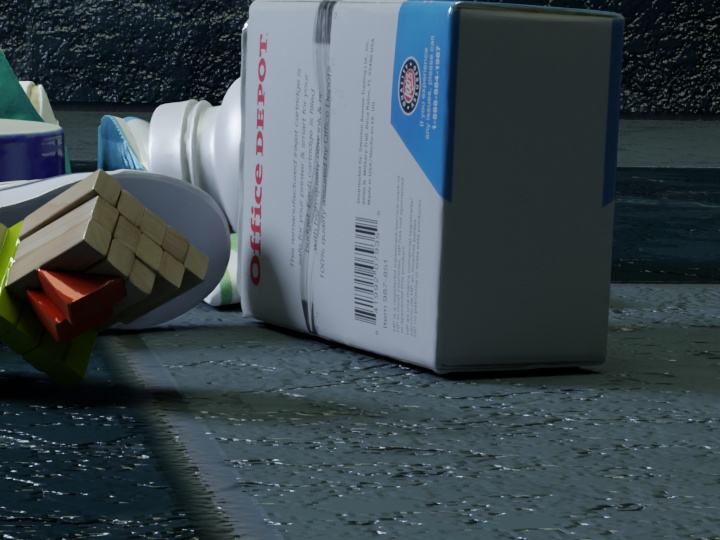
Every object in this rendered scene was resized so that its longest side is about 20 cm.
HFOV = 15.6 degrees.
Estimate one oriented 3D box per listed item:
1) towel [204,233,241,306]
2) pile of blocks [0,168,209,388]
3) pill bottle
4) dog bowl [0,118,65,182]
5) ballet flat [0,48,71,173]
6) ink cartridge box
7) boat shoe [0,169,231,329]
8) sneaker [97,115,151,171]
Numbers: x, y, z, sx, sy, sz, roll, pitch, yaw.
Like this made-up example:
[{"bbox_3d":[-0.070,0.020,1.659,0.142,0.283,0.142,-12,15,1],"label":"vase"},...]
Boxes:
[{"bbox_3d":[0.000,0.000,1.327,0.199,0.024,0.152,1,6,-18],"label":"towel"},{"bbox_3d":[-0.157,0.021,0.980,0.199,0.082,0.062,-6,46,21],"label":"pile of blocks"},{"bbox_3d":[-0.011,-0.062,1.446,0.199,0.109,0.109,-7,4,11],"label":"pill bottle"},{"bbox_3d":[-0.249,-0.036,1.333,0.199,0.079,0.200,1,6,0],"label":"dog bowl"},{"bbox_3d":[-0.205,-0.087,1.508,0.067,0.071,0.200,5,-20,15],"label":"ballet flat"},{"bbox_3d":[0.024,-0.042,1.121,0.083,0.146,0.200,-1,6,-26],"label":"ink cartridge box"},{"bbox_3d":[-0.151,-0.011,1.136,0.199,0.074,0.065,-2,11,-37],"label":"boat shoe"},{"bbox_3d":[-0.118,-0.056,1.586,0.080,0.077,0.200,3,8,-8],"label":"sneaker"}]
